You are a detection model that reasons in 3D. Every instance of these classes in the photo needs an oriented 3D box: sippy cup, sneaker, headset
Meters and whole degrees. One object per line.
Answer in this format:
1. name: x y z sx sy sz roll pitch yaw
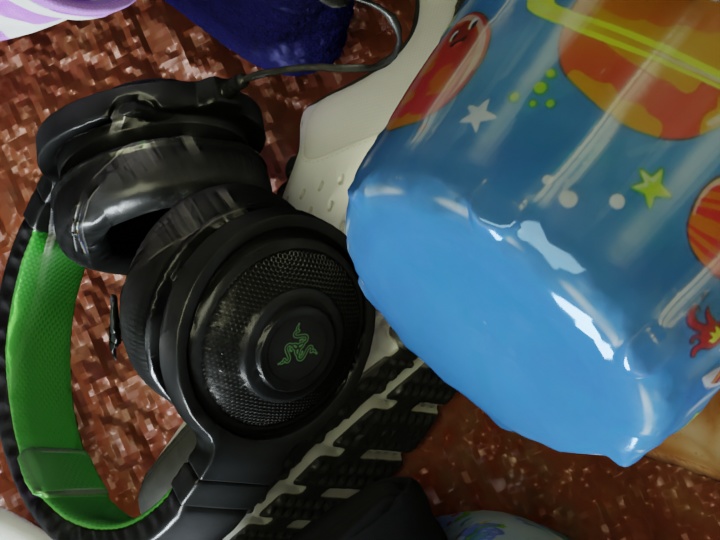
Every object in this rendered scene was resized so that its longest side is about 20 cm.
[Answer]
1. sippy cup: 0.069 -0.029 0.679 0.130 0.139 0.178 -49 119 -22
2. sneaker: 0.000 0.000 0.819 0.200 0.074 0.080 -49 65 9
3. headset: -0.054 -0.011 0.758 0.200 0.094 0.124 -58 45 26

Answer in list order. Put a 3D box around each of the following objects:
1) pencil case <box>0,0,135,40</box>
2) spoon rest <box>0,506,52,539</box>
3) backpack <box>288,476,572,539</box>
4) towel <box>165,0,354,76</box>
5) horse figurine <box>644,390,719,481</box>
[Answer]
1. pencil case: -0.144 -0.084 0.803 0.200 0.085 0.084 -16 47 44
2. spoon rest: -0.075 0.140 0.847 0.200 0.061 0.099 45 127 1
3. backpack: 0.056 0.145 0.762 0.154 0.163 0.200 -37 89 0
4. towel: -0.051 -0.151 0.767 0.147 0.200 0.050 37 64 14
5. horse figurine: 0.157 0.050 0.778 0.132 0.050 0.200 -43 78 7
